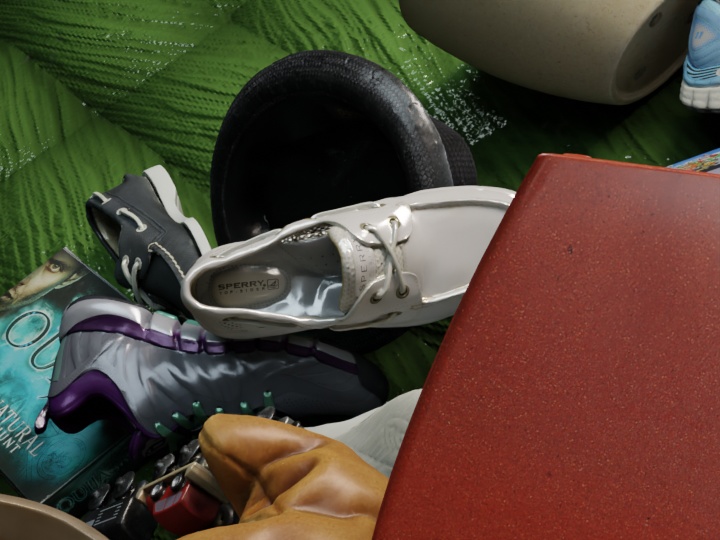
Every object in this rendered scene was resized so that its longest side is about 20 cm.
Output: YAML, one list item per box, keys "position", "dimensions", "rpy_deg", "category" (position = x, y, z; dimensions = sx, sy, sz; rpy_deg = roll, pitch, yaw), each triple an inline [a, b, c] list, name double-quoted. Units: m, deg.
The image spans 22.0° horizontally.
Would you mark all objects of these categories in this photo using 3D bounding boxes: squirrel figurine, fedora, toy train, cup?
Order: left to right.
- position: [-0.093, 0.118, 0.990]
  dimensions: [0.199, 0.034, 0.046]
  rpy_deg: [-28, 30, 45]
  category: "toy train"
- position: [-0.003, 0.167, 0.833]
  dimensions: [0.198, 0.143, 0.187]
  rpy_deg: [10, 10, 2]
  category: "squirrel figurine"
- position: [0.001, -0.043, 1.119]
  dimensions: [0.200, 0.202, 0.091]
  rpy_deg: [18, 20, 42]
  category: "fedora"
- position: [0.143, -0.187, 1.169]
  dimensions: [0.200, 0.201, 0.143]
  rpy_deg: [-38, 65, -15]
  category: "cup"

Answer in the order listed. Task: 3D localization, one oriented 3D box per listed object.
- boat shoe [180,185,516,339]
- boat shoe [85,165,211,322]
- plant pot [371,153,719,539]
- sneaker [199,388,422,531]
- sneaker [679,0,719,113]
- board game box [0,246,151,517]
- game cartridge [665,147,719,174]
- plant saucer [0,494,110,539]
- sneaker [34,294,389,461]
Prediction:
- position: [0.000, 0.000, 0.993]
  dimensions: [0.198, 0.071, 0.069]
  rpy_deg: [-14, -3, 5]
  category: "boat shoe"
- position: [-0.128, -0.004, 1.178]
  dimensions: [0.060, 0.076, 0.200]
  rpy_deg: [-20, 25, -11]
  category: "boat shoe"
- position: [0.148, 0.049, 0.804]
  dimensions: [0.199, 0.199, 0.178]
  rpy_deg: [9, 91, 34]
  category: "plant pot"
- position: [-0.010, 0.114, 0.995]
  dimensions: [0.199, 0.072, 0.072]
  rpy_deg: [-17, 54, 33]
  category: "sneaker"
- position: [0.279, -0.139, 1.072]
  dimensions: [0.198, 0.091, 0.078]
  rpy_deg: [-1, 4, 28]
  category: "sneaker"
- position: [-0.189, 0.069, 1.166]
  dimensions: [0.135, 0.028, 0.200]
  rpy_deg: [-39, 40, -16]
  category: "board game box"
- position: [0.194, -0.039, 1.031]
  dimensions: [0.198, 0.039, 0.130]
  rpy_deg: [-19, 15, 8]
  category: "game cartridge"
- position: [-0.198, 0.197, 0.954]
  dimensions: [0.198, 0.030, 0.201]
  rpy_deg: [10, 39, -8]
  category: "plant saucer"
- position: [-0.085, 0.077, 1.058]
  dimensions: [0.198, 0.075, 0.088]
  rpy_deg: [9, 65, 14]
  category: "sneaker"
